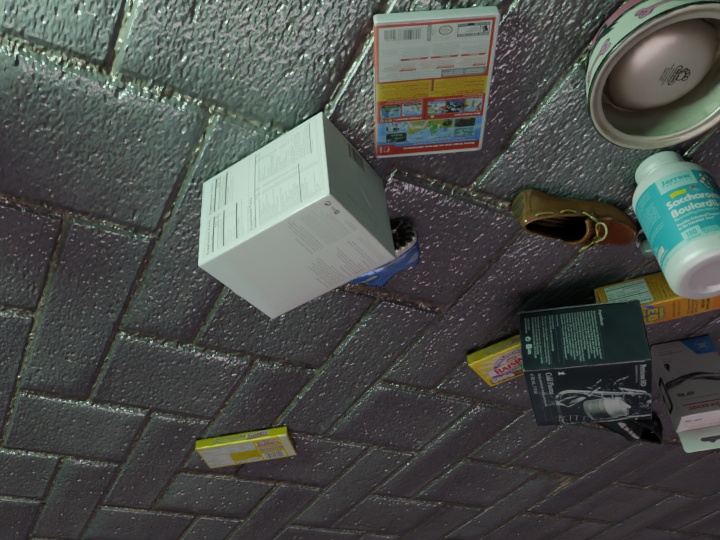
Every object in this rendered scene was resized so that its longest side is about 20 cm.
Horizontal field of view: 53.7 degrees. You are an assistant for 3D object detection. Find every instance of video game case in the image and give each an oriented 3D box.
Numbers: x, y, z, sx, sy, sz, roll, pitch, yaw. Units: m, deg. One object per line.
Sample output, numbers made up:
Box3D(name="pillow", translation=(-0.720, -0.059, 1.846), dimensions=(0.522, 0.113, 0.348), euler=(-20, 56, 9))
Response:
Box3D(name="video game case", translation=(0.087, -0.222, 0.868), dimensions=(0.142, 0.018, 0.200), euler=(-5, 140, -3))

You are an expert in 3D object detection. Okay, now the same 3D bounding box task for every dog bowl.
Box3D(name="dog bowl", translation=(0.358, -0.241, 0.840), dimensions=(0.199, 0.074, 0.201), euler=(-4, 140, -4))

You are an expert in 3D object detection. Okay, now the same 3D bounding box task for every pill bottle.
Box3D(name="pill bottle", translation=(0.438, -0.069, 0.959), dimensions=(0.110, 0.201, 0.111), euler=(-5, 140, -4))

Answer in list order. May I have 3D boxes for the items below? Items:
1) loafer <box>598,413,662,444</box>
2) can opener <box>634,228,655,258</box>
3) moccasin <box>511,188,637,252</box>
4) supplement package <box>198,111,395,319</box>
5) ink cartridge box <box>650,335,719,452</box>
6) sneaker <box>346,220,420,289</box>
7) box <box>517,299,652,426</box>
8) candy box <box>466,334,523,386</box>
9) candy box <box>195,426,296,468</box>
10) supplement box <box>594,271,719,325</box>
Box3D(name="loafer", translation=(0.597, 0.342, 1.578), dimensions=(0.200, 0.071, 0.068), euler=(17, 134, -26))
Box3D(name="can opener", translation=(0.523, -0.059, 1.088), dimensions=(0.199, 0.067, 0.053), euler=(-13, 141, 8))
Box3D(name="moccasin", translation=(0.319, -0.066, 1.041), dimensions=(0.201, 0.078, 0.074), euler=(14, 136, -23))
Box3D(name="supplement package", translation=(-0.084, -0.066, 0.926), dimensions=(0.199, 0.151, 0.152), euler=(-26, 138, 22))
Box3D(name="ink cartridge box", translation=(0.639, 0.232, 1.349), dimensions=(0.115, 0.201, 0.068), euler=(-12, 141, 6))
Box3D(name="sneaker", translation=(0.000, 0.000, 1.077), dimensions=(0.199, 0.079, 0.089), euler=(-18, 137, 13))
Box3D(name="box", translation=(0.381, 0.161, 1.206), dimensions=(0.196, 0.124, 0.200), euler=(-9, 139, 16))
Box3D(name="candy box", translation=(0.311, 0.155, 1.336), dimensions=(0.199, 0.026, 0.102), euler=(-26, 133, 22))
Box3D(name="candy box", translation=(-0.246, 0.385, 1.546), dimensions=(0.199, 0.026, 0.102), euler=(-9, 138, 3))
Box3D(name="supplement box", translation=(0.508, 0.047, 1.214), dimensions=(0.199, 0.069, 0.067), euler=(-14, 138, 13))
